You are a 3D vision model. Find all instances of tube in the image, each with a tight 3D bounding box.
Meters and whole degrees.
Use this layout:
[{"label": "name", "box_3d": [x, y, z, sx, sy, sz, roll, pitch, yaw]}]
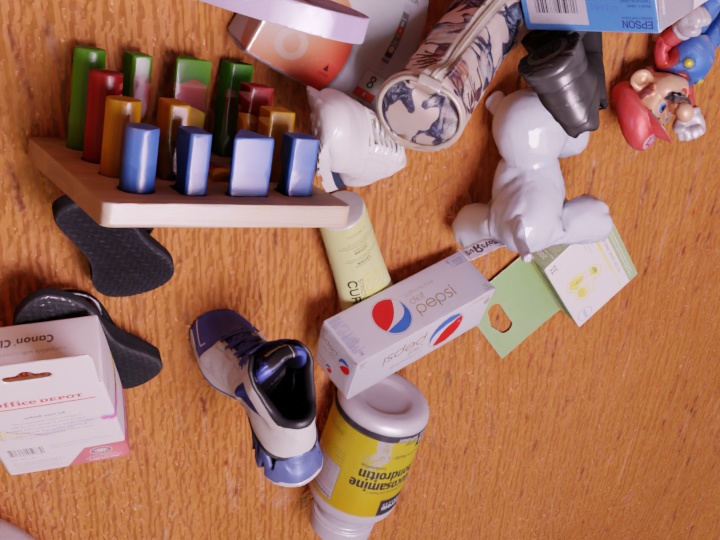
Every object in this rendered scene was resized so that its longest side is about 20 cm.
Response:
[{"label": "tube", "box_3d": [0.000, 0.000, 1.077, 0.057, 0.053, 0.201, 0, 143, 12]}]

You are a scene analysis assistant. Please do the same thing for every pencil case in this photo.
[{"label": "pencil case", "box_3d": [0.084, -0.183, 0.897, 0.090, 0.077, 0.201, 102, 16, -45]}]

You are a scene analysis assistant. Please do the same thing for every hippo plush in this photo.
[{"label": "hippo plush", "box_3d": [0.161, -0.104, 1.065, 0.198, 0.158, 0.164, -12, 101, -46]}]

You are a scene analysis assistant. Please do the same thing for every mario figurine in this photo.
[{"label": "mario figurine", "box_3d": [0.359, -0.211, 1.106, 0.123, 0.106, 0.201, 36, 94, -11]}]

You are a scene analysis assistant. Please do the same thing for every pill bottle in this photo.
[{"label": "pill bottle", "box_3d": [0.002, 0.224, 1.209, 0.111, 0.112, 0.202, -3, 125, -32]}]

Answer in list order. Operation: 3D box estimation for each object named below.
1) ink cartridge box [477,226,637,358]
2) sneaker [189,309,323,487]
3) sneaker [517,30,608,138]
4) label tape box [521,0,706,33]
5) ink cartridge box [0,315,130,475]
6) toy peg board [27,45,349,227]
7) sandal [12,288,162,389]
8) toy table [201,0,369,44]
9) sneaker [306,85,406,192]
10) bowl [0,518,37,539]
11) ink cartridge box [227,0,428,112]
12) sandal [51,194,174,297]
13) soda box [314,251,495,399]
[{"label": "ink cartridge box", "box_3d": [0.235, 0.022, 1.256, 0.200, 0.048, 0.146, -43, 137, -1]}, {"label": "sneaker", "box_3d": [-0.089, 0.093, 0.977, 0.080, 0.200, 0.116, -17, 140, -27]}, {"label": "sneaker", "box_3d": [0.196, -0.185, 0.962, 0.075, 0.201, 0.091, -21, 111, 29]}, {"label": "label tape box", "box_3d": [0.257, -0.276, 0.920, 0.199, 0.142, 0.067, -32, 120, -34]}, {"label": "ink cartridge box", "box_3d": [-0.273, 0.103, 0.896, 0.114, 0.068, 0.201, -8, 148, -9]}, {"label": "toy peg board", "box_3d": [-0.134, -0.109, 0.802, 0.197, 0.199, 0.099, -2, 110, -33]}, {"label": "sandal", "box_3d": [-0.255, 0.058, 0.949, 0.074, 0.048, 0.201, -27, 151, 6]}, {"label": "toy table", "box_3d": [-0.076, -0.251, 0.743, 0.197, 0.184, 0.119, 17, 108, -5]}, {"label": "sneaker", "box_3d": [-0.002, -0.116, 0.895, 0.079, 0.200, 0.078, -2, 88, 4]}, {"label": "bowl", "box_3d": [-0.400, 0.342, 1.054, 0.198, 0.075, 0.201, -34, 135, -6]}, {"label": "ink cartridge box", "box_3d": [0.003, -0.246, 0.880, 0.161, 0.050, 0.201, 20, 114, -43]}, {"label": "sandal", "box_3d": [-0.210, -0.030, 0.882, 0.074, 0.046, 0.201, -16, 156, -4]}, {"label": "soda box", "box_3d": [0.049, 0.056, 1.108, 0.198, 0.064, 0.069, -26, 150, -30]}]
